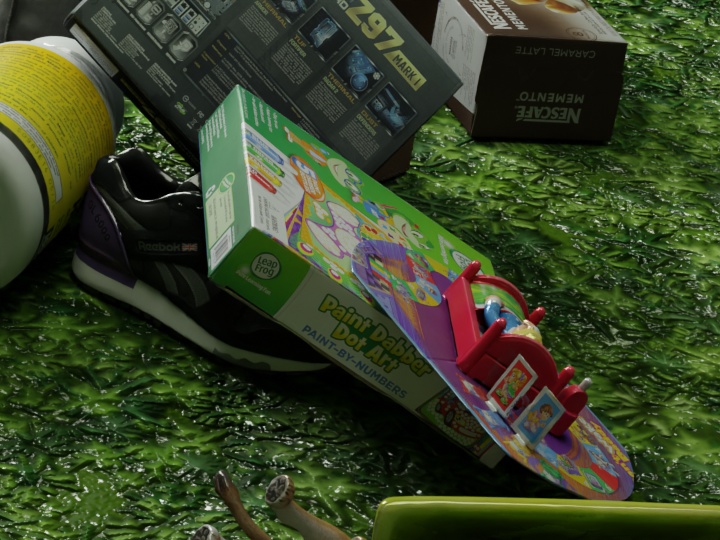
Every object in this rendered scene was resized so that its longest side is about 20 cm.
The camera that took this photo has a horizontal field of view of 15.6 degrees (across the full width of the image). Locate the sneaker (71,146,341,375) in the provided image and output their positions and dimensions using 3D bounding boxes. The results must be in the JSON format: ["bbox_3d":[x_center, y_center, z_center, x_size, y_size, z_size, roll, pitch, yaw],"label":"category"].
[{"bbox_3d":[-0.082,-0.008,1.509,0.199,0.088,0.076,22,27,24],"label":"sneaker"}]

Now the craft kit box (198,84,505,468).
[{"bbox_3d":[0.000,0.000,1.473,0.197,0.049,0.200,37,18,-21],"label":"craft kit box"}]

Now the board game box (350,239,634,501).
[{"bbox_3d":[0.085,0.040,1.415,0.200,0.039,0.158,50,20,25],"label":"board game box"}]

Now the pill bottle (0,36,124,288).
[{"bbox_3d":[-0.212,-0.070,1.563,0.112,0.113,0.200,14,26,10],"label":"pill bottle"}]

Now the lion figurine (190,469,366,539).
[{"bbox_3d":[0.006,0.157,1.209,0.122,0.073,0.200,36,4,-30],"label":"lion figurine"}]

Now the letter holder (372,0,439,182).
[{"bbox_3d":[-0.030,-0.157,1.708,0.100,0.201,0.142,25,29,29],"label":"letter holder"}]

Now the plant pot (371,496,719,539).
[{"bbox_3d":[0.089,0.195,1.026,0.197,0.201,0.182,3,20,-13],"label":"plant pot"}]

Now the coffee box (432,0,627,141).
[{"bbox_3d":[0.106,-0.172,1.933,0.114,0.080,0.200,1,26,-18],"label":"coffee box"}]

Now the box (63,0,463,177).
[{"bbox_3d":[-0.059,-0.133,1.609,0.200,0.158,0.051,47,-13,-7],"label":"box"}]

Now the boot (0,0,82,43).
[{"bbox_3d":[-0.220,-0.199,1.728,0.072,0.201,0.181,-14,34,-42],"label":"boot"}]
